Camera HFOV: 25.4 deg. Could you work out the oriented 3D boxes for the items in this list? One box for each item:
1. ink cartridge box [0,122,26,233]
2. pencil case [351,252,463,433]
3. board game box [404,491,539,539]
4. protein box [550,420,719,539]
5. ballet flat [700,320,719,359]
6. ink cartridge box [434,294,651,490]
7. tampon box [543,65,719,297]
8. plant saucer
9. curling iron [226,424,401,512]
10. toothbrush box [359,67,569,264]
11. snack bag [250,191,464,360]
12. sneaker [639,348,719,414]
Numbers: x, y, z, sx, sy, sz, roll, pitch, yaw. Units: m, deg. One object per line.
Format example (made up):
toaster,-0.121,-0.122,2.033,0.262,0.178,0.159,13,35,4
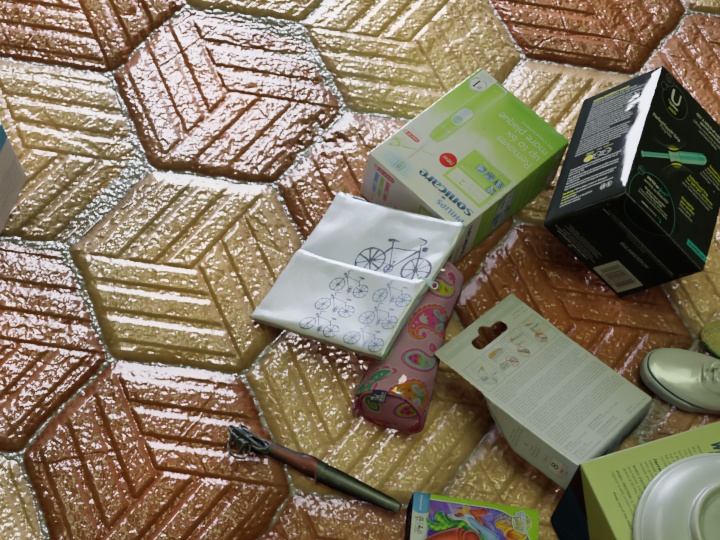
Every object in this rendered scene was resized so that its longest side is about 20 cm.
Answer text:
ink cartridge box,-0.447,-0.091,1.698,0.128,0.200,0.126,21,74,4
pencil case,0.052,0.079,1.731,0.087,0.088,0.200,18,58,2
board game box,0.107,0.330,1.601,0.134,0.045,0.201,9,56,-4
protein box,0.334,0.282,1.617,0.199,0.135,0.199,-14,60,-17
ballet flat,0.485,0.098,1.802,0.200,0.071,0.071,29,57,10
ink cartridge box,0.194,0.129,1.723,0.200,0.057,0.162,34,41,22
tampon box,0.323,-0.101,1.833,0.150,0.126,0.200,41,52,-24
plant saucer,0.363,0.258,1.526,0.199,0.050,0.201,4,58,-7
curling iron,-0.051,0.211,1.659,0.199,0.026,0.050,24,20,2
toothbrush box,0.122,-0.121,1.870,0.200,0.086,0.146,-38,70,-27
snack bag,0.000,0.000,1.750,0.188,0.021,0.200,15,58,35
sneaker,0.413,0.124,1.770,0.199,0.071,0.073,17,56,1
